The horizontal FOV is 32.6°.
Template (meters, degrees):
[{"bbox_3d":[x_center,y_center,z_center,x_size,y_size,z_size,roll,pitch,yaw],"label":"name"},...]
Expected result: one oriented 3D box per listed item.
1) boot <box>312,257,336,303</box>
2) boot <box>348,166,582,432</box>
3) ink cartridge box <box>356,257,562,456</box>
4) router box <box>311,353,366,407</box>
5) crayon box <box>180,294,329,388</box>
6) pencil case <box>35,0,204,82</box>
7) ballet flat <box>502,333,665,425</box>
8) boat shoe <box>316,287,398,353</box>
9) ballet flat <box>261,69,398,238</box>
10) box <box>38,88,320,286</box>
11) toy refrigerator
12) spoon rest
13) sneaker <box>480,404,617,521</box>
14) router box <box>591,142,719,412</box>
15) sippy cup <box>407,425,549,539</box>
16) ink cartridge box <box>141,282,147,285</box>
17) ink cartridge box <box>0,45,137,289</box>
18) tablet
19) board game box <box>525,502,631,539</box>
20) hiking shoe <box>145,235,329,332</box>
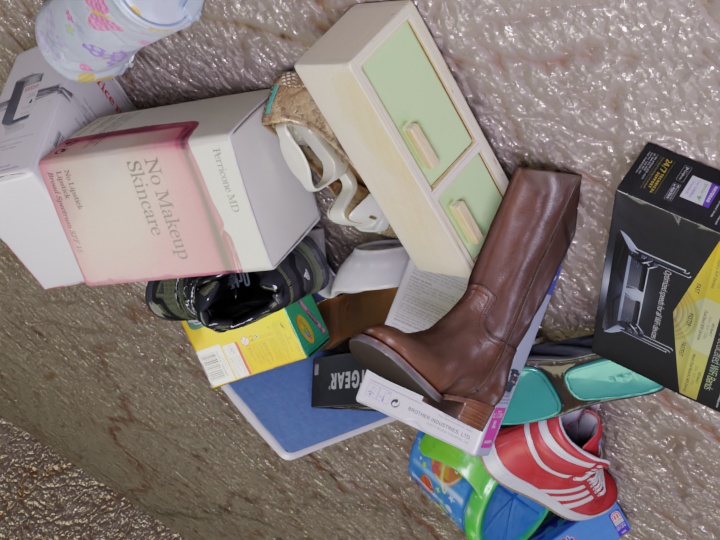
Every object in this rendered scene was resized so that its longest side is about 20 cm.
[{"bbox_3d":[-0.105,-0.042,1.253,0.090,0.073,0.200,-26,110,35],"label":"boot"},{"bbox_3d":[0.084,-0.001,0.867,0.064,0.200,0.186,24,173,32],"label":"boot"},{"bbox_3d":[0.085,0.037,1.009,0.119,0.200,0.042,23,-174,29],"label":"ink cartridge box"},{"bbox_3d":[0.063,0.108,1.178,0.157,0.052,0.200,6,171,-25],"label":"router box"},{"bbox_3d":[-0.127,0.003,1.197,0.119,0.058,0.200,-19,99,28],"label":"crayon box"},{"bbox_3d":[-0.203,-0.216,1.025,0.091,0.083,0.200,51,153,-15],"label":"pencil case"},{"bbox_3d":[0.171,0.084,1.034,0.200,0.073,0.073,-14,130,30],"label":"ballet flat"},{"bbox_3d":[0.017,0.045,1.241,0.070,0.071,0.200,4,171,-25],"label":"boat shoe"},{"bbox_3d":[-0.018,-0.080,1.046,0.070,0.065,0.200,-5,134,52],"label":"ballet flat"},{"bbox_3d":[-0.156,-0.070,1.077,0.200,0.109,0.128,-5,116,26],"label":"box"},{"bbox_3d":[0.042,-0.094,0.907,0.070,0.076,0.200,10,140,49],"label":"toy refrigerator"},{"bbox_3d":[0.000,0.000,1.137,0.200,0.099,0.061,15,114,58],"label":"spoon rest"},{"bbox_3d":[0.220,0.186,1.206,0.112,0.071,0.200,-32,140,34],"label":"sneaker"},{"bbox_3d":[0.251,0.020,0.866,0.157,0.052,0.200,26,150,21],"label":"router box"},{"bbox_3d":[0.127,0.218,1.334,0.130,0.140,0.178,30,138,41],"label":"sippy cup"},{"bbox_3d":[-0.248,-0.038,1.429,0.115,0.068,0.200,30,156,15],"label":"ink cartridge box"},{"bbox_3d":[-0.284,-0.105,1.179,0.085,0.200,0.146,-12,135,20],"label":"ink cartridge box"},{"bbox_3d":[-0.037,0.127,1.282,0.130,0.200,0.014,44,132,31],"label":"tablet"},{"bbox_3d":[0.178,0.322,1.353,0.045,0.200,0.152,60,154,2],"label":"board game box"},{"bbox_3d":[-0.131,0.014,1.106,0.200,0.101,0.076,-12,102,33],"label":"hiking shoe"}]
